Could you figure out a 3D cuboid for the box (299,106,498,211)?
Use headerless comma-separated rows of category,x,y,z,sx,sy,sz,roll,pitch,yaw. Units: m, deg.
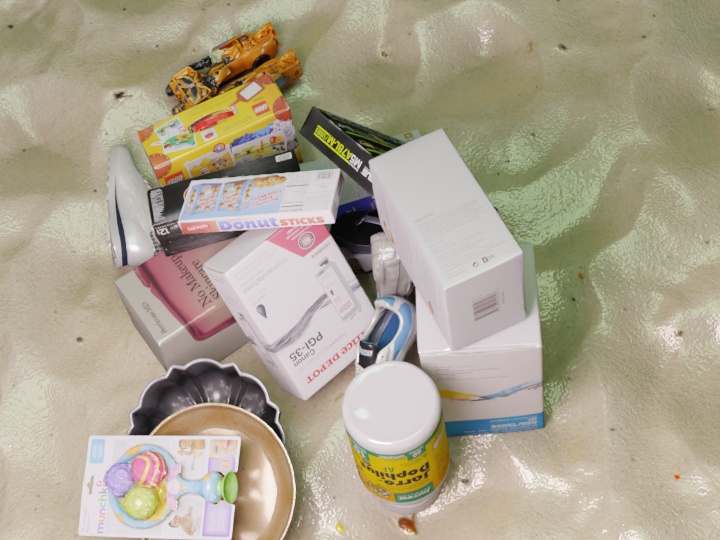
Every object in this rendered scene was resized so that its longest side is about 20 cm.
box,0.047,-0.125,1.688,0.193,0.199,0.048,46,112,45

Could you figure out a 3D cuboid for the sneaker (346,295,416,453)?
sneaker,0.015,0.128,1.643,0.071,0.072,0.202,11,83,47

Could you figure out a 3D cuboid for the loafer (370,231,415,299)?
loafer,0.052,0.004,1.678,0.069,0.200,0.071,-4,74,3

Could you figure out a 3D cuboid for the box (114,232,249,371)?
box,-0.197,0.030,1.750,0.199,0.109,0.128,-33,58,-14

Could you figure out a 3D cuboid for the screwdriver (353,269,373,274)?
screwdriver,0.000,0.000,1.792,0.197,0.028,0.029,-1,26,10

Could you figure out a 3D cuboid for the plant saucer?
plant saucer,-0.168,0.255,1.554,0.198,0.035,0.203,-1,83,10

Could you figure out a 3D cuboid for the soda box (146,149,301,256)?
soda box,-0.167,-0.085,1.714,0.198,0.071,0.064,-15,54,0

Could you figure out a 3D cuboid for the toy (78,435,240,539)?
toy,-0.235,0.241,1.516,0.198,0.047,0.117,-2,73,18

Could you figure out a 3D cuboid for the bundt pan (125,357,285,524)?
bundt pan,-0.178,0.208,1.618,0.199,0.076,0.205,-1,84,10

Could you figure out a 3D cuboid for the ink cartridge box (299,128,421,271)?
ink cartridge box,0.019,-0.091,1.823,0.198,0.047,0.199,-18,50,-5

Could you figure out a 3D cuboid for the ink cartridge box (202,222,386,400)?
ink cartridge box,-0.078,0.035,1.667,0.146,0.201,0.083,-38,23,-17

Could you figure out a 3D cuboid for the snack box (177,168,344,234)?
snack box,-0.121,-0.084,1.625,0.198,0.024,0.072,-3,49,18

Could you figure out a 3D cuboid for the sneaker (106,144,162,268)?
sneaker,-0.315,-0.090,1.881,0.079,0.077,0.202,-6,60,-9

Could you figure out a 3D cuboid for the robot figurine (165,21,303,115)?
robot figurine,-0.194,-0.284,1.990,0.199,0.058,0.145,-30,56,-12

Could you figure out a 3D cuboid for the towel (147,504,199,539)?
towel,-0.189,0.383,1.512,0.143,0.023,0.201,-30,79,5

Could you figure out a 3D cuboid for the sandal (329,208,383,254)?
sandal,0.058,-0.060,1.728,0.197,0.043,0.076,0,39,6

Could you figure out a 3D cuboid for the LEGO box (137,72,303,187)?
LEGO box,-0.188,-0.160,1.851,0.198,0.150,0.078,-26,56,-8

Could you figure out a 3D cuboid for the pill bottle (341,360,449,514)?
pill bottle,0.045,0.200,1.544,0.111,0.201,0.114,-4,55,6

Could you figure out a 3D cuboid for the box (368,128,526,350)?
box,0.097,-0.035,1.496,0.097,0.125,0.201,-24,55,-8

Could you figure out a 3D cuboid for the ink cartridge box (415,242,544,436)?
ink cartridge box,0.143,0.085,1.606,0.143,0.201,0.149,-5,56,5
